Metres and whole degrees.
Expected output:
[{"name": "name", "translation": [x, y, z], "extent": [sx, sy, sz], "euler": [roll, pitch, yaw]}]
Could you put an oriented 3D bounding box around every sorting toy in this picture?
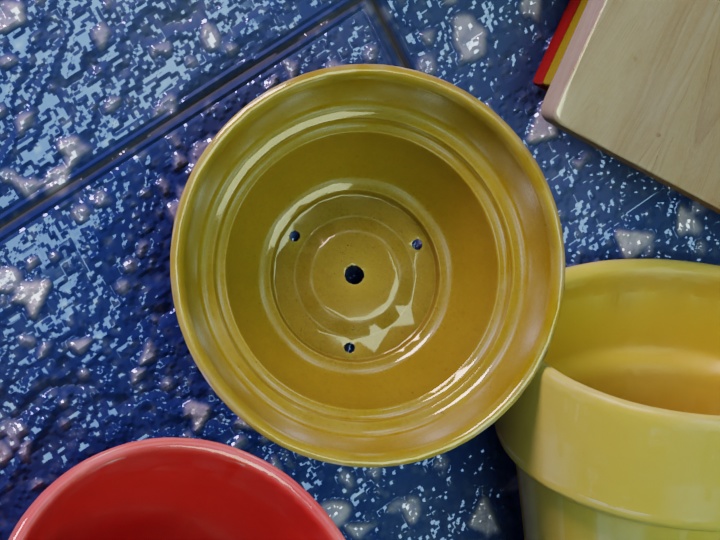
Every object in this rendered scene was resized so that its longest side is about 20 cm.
[{"name": "sorting toy", "translation": [0.206, -0.135, 1.611], "extent": [0.198, 0.070, 0.201], "euler": [26, 87, -26]}]

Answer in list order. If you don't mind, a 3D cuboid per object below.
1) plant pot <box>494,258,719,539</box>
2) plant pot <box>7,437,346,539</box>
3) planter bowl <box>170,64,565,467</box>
[{"name": "plant pot", "translation": [0.165, 0.118, 1.577], "extent": [0.199, 0.201, 0.190], "euler": [-6, 117, -23]}, {"name": "plant pot", "translation": [-0.109, 0.202, 1.440], "extent": [0.199, 0.177, 0.202], "euler": [9, 66, -20]}, {"name": "planter bowl", "translation": [0.000, 0.000, 1.518], "extent": [0.199, 0.083, 0.202], "euler": [0, 86, -6]}]
